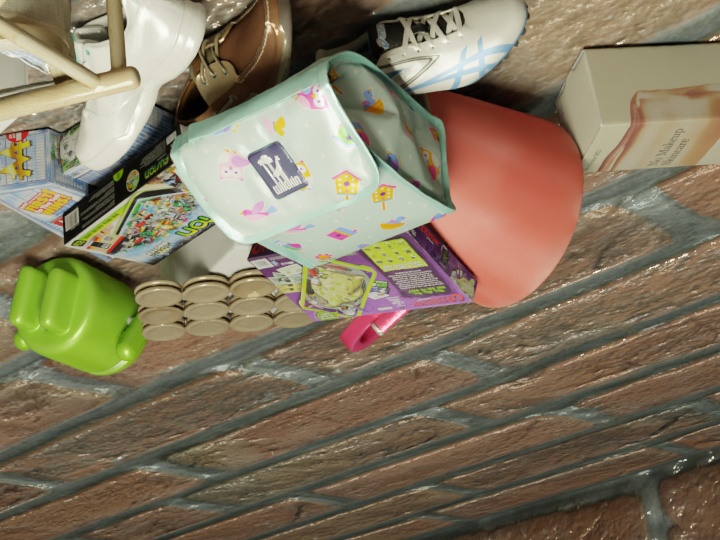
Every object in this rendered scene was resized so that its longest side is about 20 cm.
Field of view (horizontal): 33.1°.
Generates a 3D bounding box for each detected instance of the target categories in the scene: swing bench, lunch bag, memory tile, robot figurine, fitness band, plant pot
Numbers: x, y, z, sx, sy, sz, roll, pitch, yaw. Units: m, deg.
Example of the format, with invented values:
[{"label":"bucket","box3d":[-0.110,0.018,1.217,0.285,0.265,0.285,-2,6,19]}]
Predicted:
[{"label":"swing bench","box3d":[-0.261,-0.191,0.777,0.198,0.202,0.129,-19,155,25]},{"label":"lunch bag","box3d":[-0.039,-0.093,1.019,0.169,0.124,0.199,-20,154,28]},{"label":"memory tile","box3d":[-0.141,0.035,1.303,0.197,0.017,0.154,-5,157,-7]},{"label":"robot figurine","box3d":[-0.328,0.057,1.437,0.173,0.118,0.200,1,163,22]},{"label":"fitness band","box3d":[0.059,0.024,1.408,0.200,0.038,0.144,-42,175,6]},{"label":"plant pot","box3d":[0.089,-0.085,1.188,0.176,0.203,0.200,20,145,-30]}]

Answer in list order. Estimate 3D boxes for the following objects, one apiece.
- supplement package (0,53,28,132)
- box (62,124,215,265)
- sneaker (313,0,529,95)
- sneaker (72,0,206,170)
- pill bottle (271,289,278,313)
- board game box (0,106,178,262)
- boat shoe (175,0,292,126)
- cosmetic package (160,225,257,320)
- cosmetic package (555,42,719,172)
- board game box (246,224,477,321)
[{"label":"supplement package","box3d":[-0.361,-0.170,0.895,0.198,0.119,0.116,14,148,-43]},{"label":"box","box3d":[-0.184,-0.067,1.148,0.109,0.035,0.199,13,148,-42]},{"label":"sneaker","box3d":[0.051,-0.194,1.056,0.198,0.073,0.072,-20,148,17]},{"label":"sneaker","box3d":[-0.212,-0.169,1.027,0.088,0.076,0.200,19,134,-28]},{"label":"pill bottle","box3d":[-0.034,-0.022,1.369,0.199,0.112,0.110,-26,152,34]},{"label":"board game box","box3d":[-0.257,-0.092,1.189,0.198,0.063,0.199,-24,154,31]},{"label":"boat shoe","box3d":[-0.111,-0.170,1.046,0.071,0.077,0.200,4,153,-23]},{"label":"cosmetic package","box3d":[-0.146,-0.031,1.308,0.080,0.115,0.200,6,155,-31]},{"label":"cosmetic package","box3d":[0.306,-0.161,1.198,0.197,0.089,0.104,-5,158,-9]},{"label":"board game box","box3d":[0.000,0.000,1.170,0.198,0.033,0.120,-8,137,37]}]
